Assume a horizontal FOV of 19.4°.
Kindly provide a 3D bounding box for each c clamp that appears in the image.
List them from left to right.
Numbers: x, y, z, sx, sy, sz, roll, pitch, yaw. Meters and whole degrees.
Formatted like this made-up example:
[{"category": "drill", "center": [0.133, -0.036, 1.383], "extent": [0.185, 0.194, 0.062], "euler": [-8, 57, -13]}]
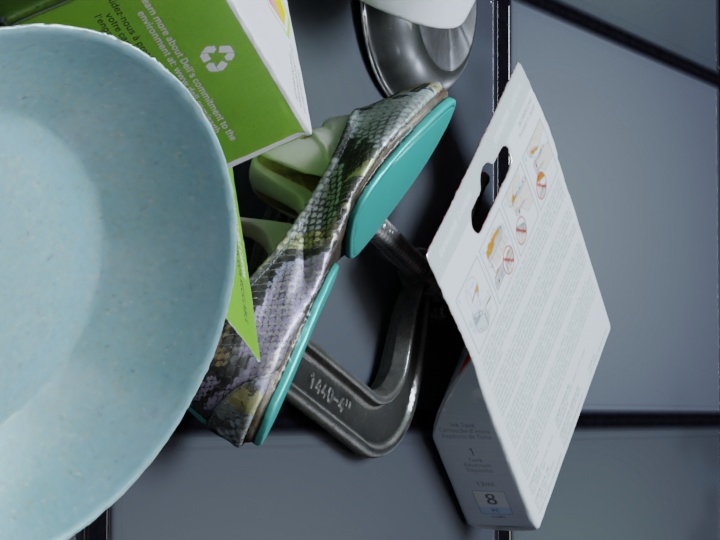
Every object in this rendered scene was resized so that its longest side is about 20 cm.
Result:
[{"category": "c clamp", "center": [0.000, 0.000, 1.025], "extent": [0.200, 0.027, 0.171], "euler": [34, 64, -58]}]

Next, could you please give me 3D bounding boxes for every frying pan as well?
[{"category": "frying pan", "center": [0.031, -0.178, 1.090], "extent": [0.115, 0.031, 0.190], "euler": [-10, 101, -62]}]

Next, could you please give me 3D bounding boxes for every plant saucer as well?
[{"category": "plant saucer", "center": [-0.131, 0.009, 0.705], "extent": [0.201, 0.039, 0.201], "euler": [-23, 127, -35]}]

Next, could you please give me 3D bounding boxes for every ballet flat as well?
[{"category": "ballet flat", "center": [-0.027, -0.019, 0.910], "extent": [0.200, 0.072, 0.072], "euler": [-59, 139, -29]}]

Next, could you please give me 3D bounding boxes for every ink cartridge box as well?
[{"category": "ink cartridge box", "center": [-0.059, -0.086, 0.804], "extent": [0.200, 0.076, 0.148], "euler": [56, 16, -44]}, {"category": "ink cartridge box", "center": [0.072, 0.015, 1.130], "extent": [0.160, 0.047, 0.200], "euler": [-63, 142, -41]}]

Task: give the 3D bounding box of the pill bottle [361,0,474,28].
[{"category": "pill bottle", "center": [0.053, -0.218, 0.968], "extent": [0.109, 0.109, 0.200], "euler": [-22, 142, -61]}]
